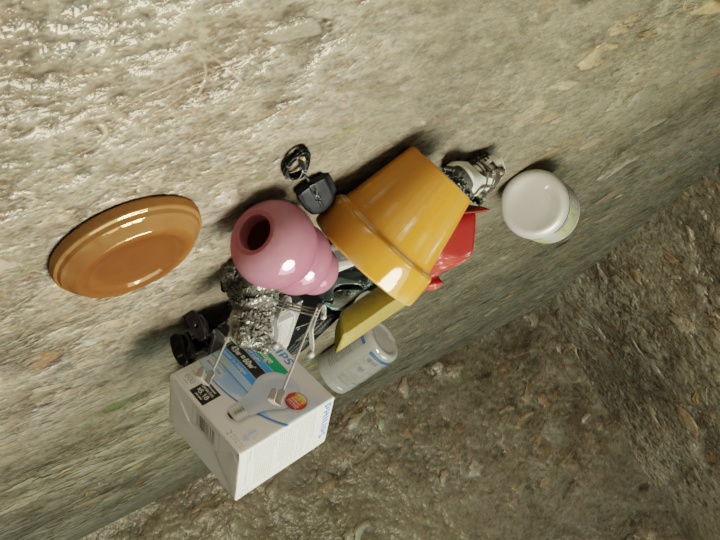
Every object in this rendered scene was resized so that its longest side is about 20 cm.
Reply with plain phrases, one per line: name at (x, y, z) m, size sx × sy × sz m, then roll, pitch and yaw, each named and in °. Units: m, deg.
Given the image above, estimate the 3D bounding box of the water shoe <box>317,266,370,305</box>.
water shoe at (0.000, 0.000, 1.528) m, size 0.198 × 0.079 × 0.072 m, roll -28°, pitch 165°, yaw -9°

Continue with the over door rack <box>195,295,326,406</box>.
over door rack at (-0.156, 0.127, 1.284) m, size 0.067 × 0.146 × 0.201 m, roll 77°, pitch 31°, yaw -47°

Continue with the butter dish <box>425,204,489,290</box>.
butter dish at (0.116, -0.039, 1.410) m, size 0.198 × 0.150 × 0.198 m, roll -8°, pitch -178°, yaw 37°

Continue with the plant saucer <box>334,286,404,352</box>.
plant saucer at (0.023, 0.081, 1.631) m, size 0.199 × 0.049 × 0.200 m, roll -34°, pitch 171°, yaw -14°

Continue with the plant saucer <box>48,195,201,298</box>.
plant saucer at (-0.288, -0.022, 0.994) m, size 0.199 × 0.038 × 0.200 m, roll -28°, pitch 166°, yaw -8°

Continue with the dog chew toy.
dog chew toy at (-0.098, -0.020, 1.137) m, size 0.124 × 0.125 × 0.200 m, roll -33°, pitch 149°, yaw 14°

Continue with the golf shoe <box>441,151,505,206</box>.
golf shoe at (0.204, -0.175, 1.384) m, size 0.094 × 0.078 × 0.200 m, roll -45°, pitch 169°, yaw 12°

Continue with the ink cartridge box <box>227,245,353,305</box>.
ink cartridge box at (-0.127, 0.006, 1.418) m, size 0.199 × 0.051 × 0.161 m, roll -19°, pitch 176°, yaw 38°

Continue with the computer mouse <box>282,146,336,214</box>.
computer mouse at (-0.068, -0.119, 1.100) m, size 0.058 × 0.034 × 0.200 m, roll -29°, pitch 165°, yaw 1°

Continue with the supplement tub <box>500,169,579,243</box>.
supplement tub at (0.395, -0.134, 1.712) m, size 0.144 × 0.146 × 0.200 m, roll -35°, pitch 165°, yaw 19°

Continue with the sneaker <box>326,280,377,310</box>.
sneaker at (-0.002, 0.011, 1.593) m, size 0.199 × 0.078 × 0.091 m, roll -29°, pitch 165°, yaw -42°

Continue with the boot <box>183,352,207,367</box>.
boot at (-0.299, 0.202, 1.641) m, size 0.130 × 0.068 × 0.200 m, roll -24°, pitch 162°, yaw -20°

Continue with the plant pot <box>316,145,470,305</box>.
plant pot at (0.064, -0.081, 1.211) m, size 0.184 × 0.200 × 0.200 m, roll -48°, pitch 162°, yaw 8°

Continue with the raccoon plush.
raccoon plush at (-0.151, 0.031, 1.213) m, size 0.096 × 0.135 × 0.201 m, roll 9°, pitch 130°, yaw -28°

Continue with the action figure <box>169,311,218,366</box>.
action figure at (-0.282, 0.130, 1.443) m, size 0.130 × 0.070 × 0.200 m, roll -36°, pitch 168°, yaw 3°

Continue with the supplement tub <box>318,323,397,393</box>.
supplement tub at (-0.006, 0.239, 2.193) m, size 0.199 × 0.133 × 0.131 m, roll -36°, pitch 164°, yaw 26°

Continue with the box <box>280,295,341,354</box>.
box at (-0.143, 0.114, 1.631) m, size 0.140 × 0.079 × 0.200 m, roll -20°, pitch 163°, yaw -44°

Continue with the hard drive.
hard drive at (-0.197, 0.128, 1.441) m, size 0.199 × 0.038 × 0.141 m, roll -24°, pitch 145°, yaw -47°

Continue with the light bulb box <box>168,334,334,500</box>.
light bulb box at (-0.183, 0.232, 1.318) m, size 0.199 × 0.198 × 0.126 m, roll -27°, pitch 145°, yaw -37°
